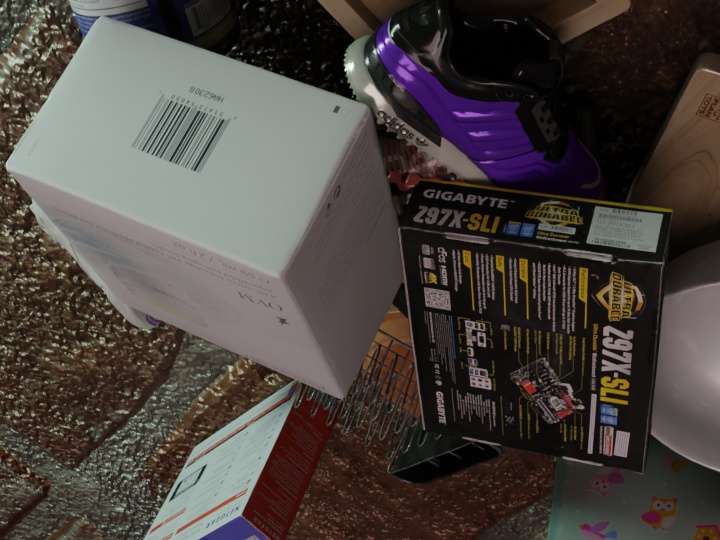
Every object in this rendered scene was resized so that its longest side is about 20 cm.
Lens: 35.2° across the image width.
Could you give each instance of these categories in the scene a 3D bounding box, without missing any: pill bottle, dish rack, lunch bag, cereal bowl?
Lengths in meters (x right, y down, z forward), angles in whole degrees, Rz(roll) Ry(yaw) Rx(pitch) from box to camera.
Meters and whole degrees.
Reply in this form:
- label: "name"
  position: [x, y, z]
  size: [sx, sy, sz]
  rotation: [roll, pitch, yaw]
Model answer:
- label: "pill bottle"
  position: [-0.160, -0.236, 0.770]
  size: [0.110, 0.112, 0.202]
  rotation: [-1, 126, 21]
- label: "dish rack"
  position: [0.009, 0.098, 0.922]
  size: [0.198, 0.055, 0.153]
  rotation: [31, 148, -15]
- label: "lunch bag"
  position: [0.240, 0.218, 0.917]
  size: [0.168, 0.201, 0.123]
  rotation: [-6, 125, 23]
- label: "cereal bowl"
  position: [0.274, 0.049, 0.755]
  size: [0.197, 0.084, 0.202]
  rotation: [14, 140, 12]

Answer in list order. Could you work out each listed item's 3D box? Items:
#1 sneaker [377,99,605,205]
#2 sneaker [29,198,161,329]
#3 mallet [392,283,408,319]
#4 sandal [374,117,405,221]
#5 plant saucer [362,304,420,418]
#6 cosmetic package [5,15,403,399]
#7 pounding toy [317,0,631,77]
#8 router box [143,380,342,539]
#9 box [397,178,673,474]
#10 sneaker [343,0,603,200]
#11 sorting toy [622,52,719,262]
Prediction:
- label: "sneaker"
  position: [0.078, -0.092, 0.811]
  size: [0.197, 0.071, 0.100]
  rotation: [6, 99, 16]
- label: "sneaker"
  position: [-0.229, -0.039, 0.991]
  size: [0.099, 0.075, 0.202]
  rotation: [-1, 123, 39]
- label: "mallet"
  position: [0.000, 0.000, 0.860]
  size: [0.201, 0.041, 0.066]
  rotation: [51, 131, 13]
- label: "sandal"
  position: [0.011, -0.019, 0.903]
  size: [0.076, 0.070, 0.214]
  rotation: [0, 127, 21]
- label: "plant saucer"
  position: [0.085, 0.090, 0.945]
  size: [0.197, 0.033, 0.201]
  rotation: [16, 151, 9]
- label: "cosmetic package"
  position: [-0.088, -0.034, 0.747]
  size: [0.197, 0.124, 0.201]
  rotation: [21, 161, 20]
- label: "pounding toy"
  position: [0.037, -0.225, 0.707]
  size: [0.198, 0.144, 0.184]
  rotation: [-23, 131, 36]
- label: "router box"
  position: [-0.120, 0.208, 1.060]
  size: [0.049, 0.180, 0.199]
  rotation: [43, 130, -15]
- label: "box"
  position: [0.112, 0.040, 0.727]
  size: [0.157, 0.050, 0.202]
  rotation: [7, 136, 17]
- label: "sneaker"
  position: [0.094, -0.098, 0.680]
  size: [0.198, 0.070, 0.099]
  rotation: [26, 139, -30]
- label: "sorting toy"
  position: [0.285, -0.048, 0.764]
  size: [0.196, 0.070, 0.201]
  rotation: [21, 139, 4]
